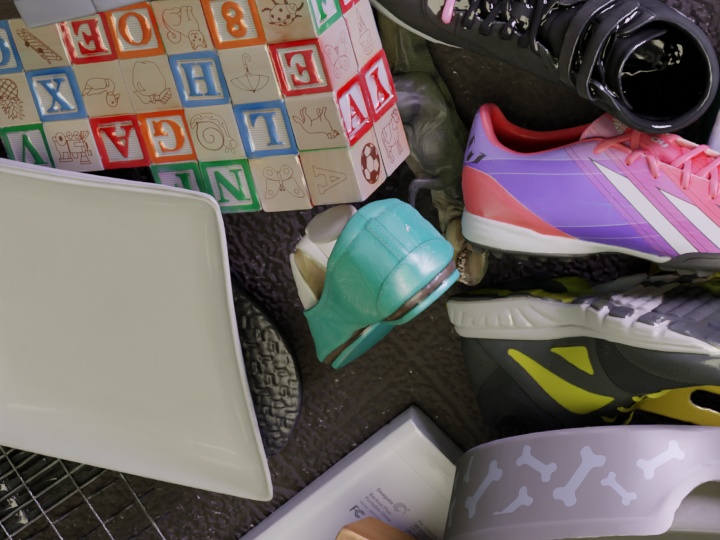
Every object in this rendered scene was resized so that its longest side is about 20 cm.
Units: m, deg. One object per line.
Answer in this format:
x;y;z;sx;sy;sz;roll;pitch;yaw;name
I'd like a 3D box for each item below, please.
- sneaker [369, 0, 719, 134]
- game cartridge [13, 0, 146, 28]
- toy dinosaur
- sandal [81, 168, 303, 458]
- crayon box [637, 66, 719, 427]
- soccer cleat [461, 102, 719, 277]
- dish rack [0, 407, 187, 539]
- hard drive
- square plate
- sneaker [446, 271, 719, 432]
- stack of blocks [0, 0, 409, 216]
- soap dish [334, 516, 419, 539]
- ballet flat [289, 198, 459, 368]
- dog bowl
0.090;-0.125;1.189;0.200;0.099;0.071;20;100;-10;sneaker
-0.066;-0.171;1.176;0.200;0.133;0.040;-16;113;13;game cartridge
0.011;-0.085;1.262;0.088;0.047;0.200;-13;109;8;toy dinosaur
-0.098;0.013;1.325;0.075;0.045;0.200;-38;92;15;sandal
0.220;-0.008;1.270;0.127;0.051;0.200;16;116;-2;crayon box
0.145;-0.041;1.207;0.200;0.068;0.073;4;107;21;soccer cleat
-0.156;0.177;1.389;0.153;0.055;0.200;-35;88;20;dish rack
0.001;0.181;1.398;0.200;0.027;0.132;-39;106;21;hard drive
-0.142;0.023;1.278;0.198;0.028;0.200;10;130;23;square plate
0.130;0.048;1.251;0.200;0.074;0.085;6;110;51;sneaker
-0.087;-0.090;1.225;0.200;0.059;0.115;-3;115;28;stack of blocks
0.021;0.243;1.362;0.157;0.081;0.200;26;115;-2;soap dish
0.000;0.000;1.246;0.067;0.200;0.070;-40;89;-15;ballet flat
0.138;0.123;1.276;0.200;0.200;0.059;-4;75;8;dog bowl
